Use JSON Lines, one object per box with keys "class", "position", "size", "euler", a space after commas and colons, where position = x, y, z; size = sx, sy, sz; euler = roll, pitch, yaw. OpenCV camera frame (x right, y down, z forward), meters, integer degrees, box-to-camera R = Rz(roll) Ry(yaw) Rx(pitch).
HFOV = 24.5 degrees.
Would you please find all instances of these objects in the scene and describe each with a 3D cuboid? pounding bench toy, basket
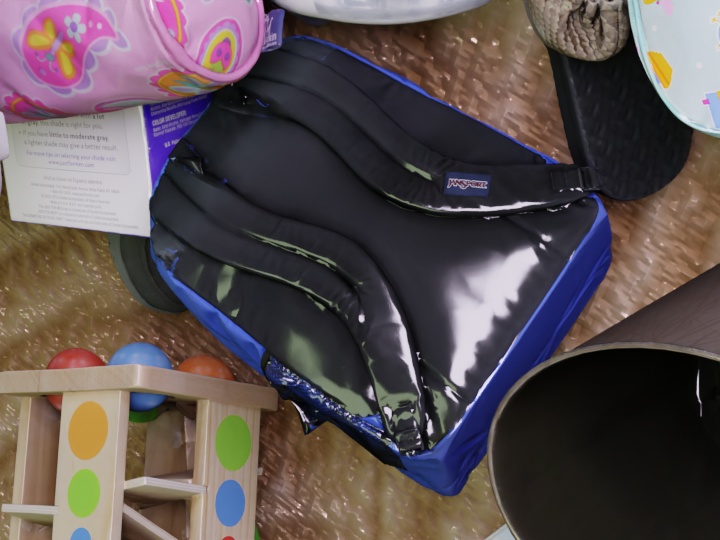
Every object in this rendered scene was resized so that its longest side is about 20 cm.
{"class": "pounding bench toy", "position": [-0.112, 0.132, 1.015], "size": [0.123, 0.199, 0.158], "euler": [-5, 77, 37]}
{"class": "basket", "position": [0.178, 0.055, 0.682], "size": [0.179, 0.200, 0.137], "euler": [12, 118, 32]}

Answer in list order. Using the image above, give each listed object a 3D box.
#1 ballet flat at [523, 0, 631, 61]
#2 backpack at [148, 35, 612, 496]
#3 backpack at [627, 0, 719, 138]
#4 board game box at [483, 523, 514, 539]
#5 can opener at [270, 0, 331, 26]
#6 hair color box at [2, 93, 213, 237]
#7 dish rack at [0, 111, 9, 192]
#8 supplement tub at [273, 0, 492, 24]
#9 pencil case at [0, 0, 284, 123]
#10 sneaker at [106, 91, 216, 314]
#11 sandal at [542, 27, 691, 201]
{"class": "ballet flat", "position": [0.070, -0.177, 0.670], "size": [0.201, 0.067, 0.046], "euler": [69, 168, -20]}
{"class": "backpack", "position": [0.000, 0.000, 0.813], "size": [0.199, 0.163, 0.168], "euler": [32, 166, 17]}
{"class": "backpack", "position": [0.161, -0.151, 0.639], "size": [0.165, 0.127, 0.202], "euler": [2, 118, 27]}
{"class": "board game box", "position": [0.122, 0.241, 0.940], "size": [0.200, 0.026, 0.200], "euler": [51, 133, 6]}
{"class": "can opener", "position": [-0.083, -0.177, 0.875], "size": [0.199, 0.053, 0.067], "euler": [29, 123, 23]}
{"class": "hair color box", "position": [-0.138, -0.125, 0.857], "size": [0.108, 0.065, 0.202], "euler": [7, 112, 34]}
{"class": "dish rack", "position": [-0.212, -0.123, 0.721], "size": [0.171, 0.043, 0.202], "euler": [25, 129, 41]}
{"class": "supplement tub", "position": [0.009, -0.220, 0.732], "size": [0.122, 0.122, 0.202], "euler": [13, 120, 33]}
{"class": "pencil case", "position": [-0.134, -0.115, 0.768], "size": [0.199, 0.087, 0.088], "euler": [-6, 108, 37]}
{"class": "sneaker", "position": [-0.090, -0.054, 0.924], "size": [0.082, 0.073, 0.202], "euler": [29, 127, 30]}
{"class": "sandal", "position": [0.099, -0.129, 0.746], "size": [0.048, 0.075, 0.202], "euler": [-144, 38, -62]}
